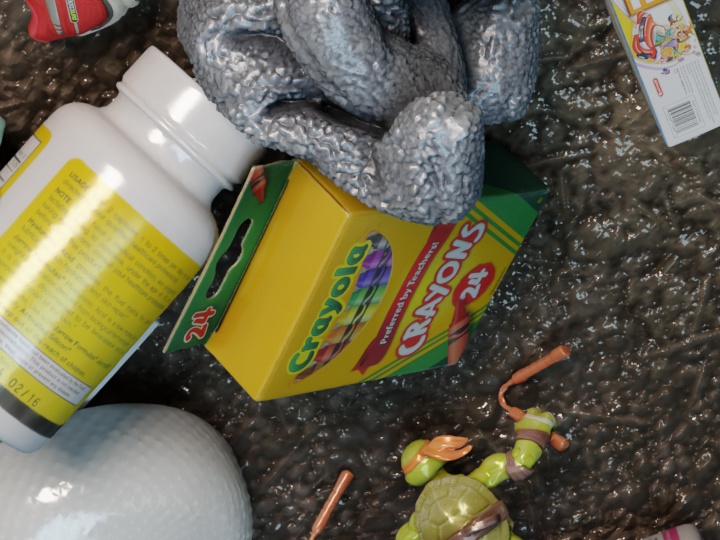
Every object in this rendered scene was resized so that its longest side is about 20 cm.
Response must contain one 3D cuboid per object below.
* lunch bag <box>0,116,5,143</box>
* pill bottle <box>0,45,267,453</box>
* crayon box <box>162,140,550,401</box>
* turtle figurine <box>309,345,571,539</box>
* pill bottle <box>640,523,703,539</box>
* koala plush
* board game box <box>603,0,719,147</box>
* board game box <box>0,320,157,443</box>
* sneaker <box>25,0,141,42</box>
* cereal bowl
[{"bbox_3d":[-0.307,-0.047,1.279,0.200,0.122,0.170,-38,114,17],"label":"lunch bag"},{"bbox_3d":[-0.143,-0.014,1.296,0.200,0.111,0.111,-48,121,0],"label":"pill bottle"},{"bbox_3d":[0.000,0.000,1.348,0.199,0.051,0.127,-9,134,-46],"label":"crayon box"},{"bbox_3d":[0.077,0.151,1.478,0.200,0.064,0.162,-39,87,10],"label":"turtle figurine"},{"bbox_3d":[0.134,0.243,1.561,0.199,0.114,0.114,-22,125,6],"label":"pill bottle"},{"bbox_3d":[0.015,-0.162,1.233,0.183,0.178,0.201,24,123,4],"label":"koala plush"},{"bbox_3d":[0.123,-0.178,1.257,0.034,0.135,0.201,-22,125,6],"label":"board game box"},{"bbox_3d":[-0.226,0.056,1.411,0.134,0.034,0.200,31,114,-27],"label":"board game box"},{"bbox_3d":[-0.186,-0.186,1.238,0.085,0.077,0.200,-27,124,16],"label":"sneaker"},{"bbox_3d":[-0.149,0.174,1.452,0.199,0.084,0.201,-17,140,-15],"label":"cereal bowl"}]
